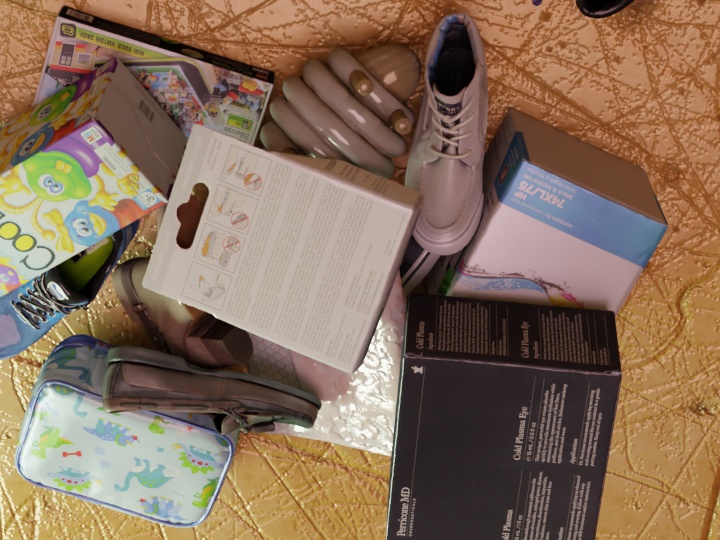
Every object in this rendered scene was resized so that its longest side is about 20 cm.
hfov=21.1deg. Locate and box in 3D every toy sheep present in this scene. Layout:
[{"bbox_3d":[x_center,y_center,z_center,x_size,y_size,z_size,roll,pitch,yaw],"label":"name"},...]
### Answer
[{"bbox_3d":[-0.023,-0.120,1.693,0.200,0.138,0.138,-43,107,6],"label":"toy sheep"}]

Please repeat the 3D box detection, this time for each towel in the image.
[{"bbox_3d":[-0.029,0.077,1.752,0.191,0.032,0.200,5,124,31],"label":"towel"}]

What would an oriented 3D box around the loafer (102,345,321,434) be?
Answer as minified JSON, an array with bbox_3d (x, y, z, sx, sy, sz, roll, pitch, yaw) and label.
[{"bbox_3d":[-0.136,0.121,1.740,0.199,0.072,0.063,15,71,-10],"label":"loafer"}]

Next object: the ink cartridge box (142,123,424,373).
[{"bbox_3d":[-0.065,-0.024,1.641,0.200,0.057,0.163,23,111,8],"label":"ink cartridge box"}]

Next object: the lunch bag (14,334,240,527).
[{"bbox_3d":[-0.220,0.156,1.822,0.199,0.083,0.161,18,129,-6],"label":"lunch bag"}]

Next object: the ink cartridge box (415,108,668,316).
[{"bbox_3d":[0.157,-0.010,1.732,0.146,0.147,0.200,24,110,-10],"label":"ink cartridge box"}]

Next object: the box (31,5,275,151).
[{"bbox_3d":[-0.187,-0.153,1.732,0.199,0.035,0.110,17,112,-7],"label":"box"}]

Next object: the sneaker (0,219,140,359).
[{"bbox_3d":[-0.285,0.009,1.769,0.079,0.089,0.200,40,107,-14],"label":"sneaker"}]

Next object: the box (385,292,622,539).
[{"bbox_3d":[0.119,0.134,1.659,0.182,0.104,0.200,5,120,0],"label":"box"}]

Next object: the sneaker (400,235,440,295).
[{"bbox_3d":[0.000,0.000,1.772,0.079,0.078,0.200,37,109,-20],"label":"sneaker"}]

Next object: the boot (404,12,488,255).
[{"bbox_3d":[0.072,-0.121,1.656,0.073,0.201,0.096,1,156,7],"label":"boot"}]

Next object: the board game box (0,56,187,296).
[{"bbox_3d":[-0.267,-0.080,1.692,0.200,0.103,0.105,-28,120,25],"label":"board game box"}]

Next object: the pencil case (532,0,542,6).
[{"bbox_3d":[0.164,-0.329,1.634,0.084,0.086,0.200,29,108,-1],"label":"pencil case"}]

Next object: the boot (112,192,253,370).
[{"bbox_3d":[-0.174,0.010,1.745,0.070,0.146,0.200,-35,120,-32],"label":"boot"}]

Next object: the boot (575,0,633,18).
[{"bbox_3d":[0.247,-0.301,1.614,0.072,0.144,0.200,34,107,-11],"label":"boot"}]
